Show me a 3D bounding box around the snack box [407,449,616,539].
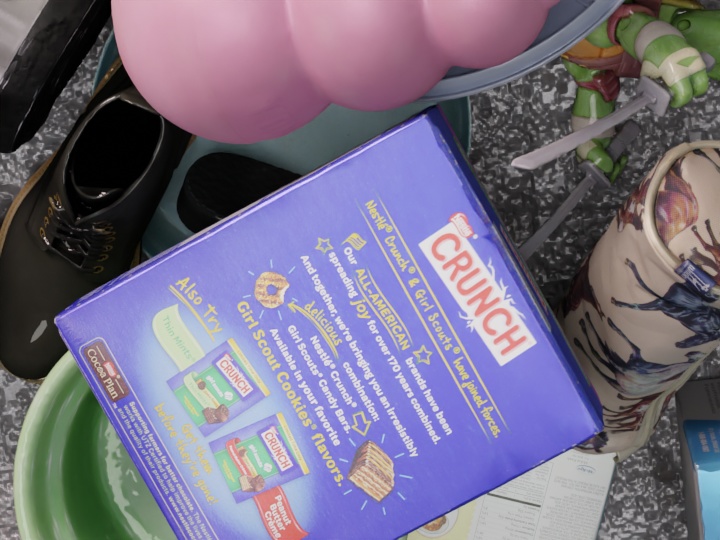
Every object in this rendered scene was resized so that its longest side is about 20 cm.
[{"bbox_3d":[0.035,0.099,1.296,0.199,0.037,0.117,14,102,0],"label":"snack box"}]

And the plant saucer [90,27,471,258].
[{"bbox_3d":[-0.041,-0.078,1.263,0.199,0.027,0.201,1,105,3],"label":"plant saucer"}]

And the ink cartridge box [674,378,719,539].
[{"bbox_3d":[0.271,0.135,1.237,0.199,0.147,0.147,-6,103,5],"label":"ink cartridge box"}]

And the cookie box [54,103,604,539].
[{"bbox_3d":[-0.012,0.043,1.128,0.200,0.075,0.171,-28,96,9],"label":"cookie box"}]

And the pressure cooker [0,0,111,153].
[{"bbox_3d":[-0.211,-0.172,1.173,0.200,0.176,0.179,33,120,-4],"label":"pressure cooker"}]

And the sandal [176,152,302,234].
[{"bbox_3d":[0.000,-0.001,1.239,0.200,0.075,0.048,24,129,5],"label":"sandal"}]

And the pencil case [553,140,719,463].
[{"bbox_3d":[0.145,0.022,1.185,0.078,0.200,0.090,-19,69,-25],"label":"pencil case"}]

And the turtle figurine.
[{"bbox_3d":[0.156,-0.077,1.196,0.193,0.200,0.144,0,138,-1],"label":"turtle figurine"}]

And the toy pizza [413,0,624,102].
[{"bbox_3d":[0.062,-0.154,1.169,0.200,0.200,0.032,-28,134,9],"label":"toy pizza"}]

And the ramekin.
[{"bbox_3d":[-0.069,0.102,1.234,0.199,0.098,0.201,1,101,6],"label":"ramekin"}]

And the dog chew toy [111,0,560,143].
[{"bbox_3d":[-0.008,-0.123,1.082,0.199,0.125,0.125,-4,104,16],"label":"dog chew toy"}]

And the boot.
[{"bbox_3d":[-0.144,-0.020,1.198,0.077,0.138,0.200,23,106,-2],"label":"boot"}]
